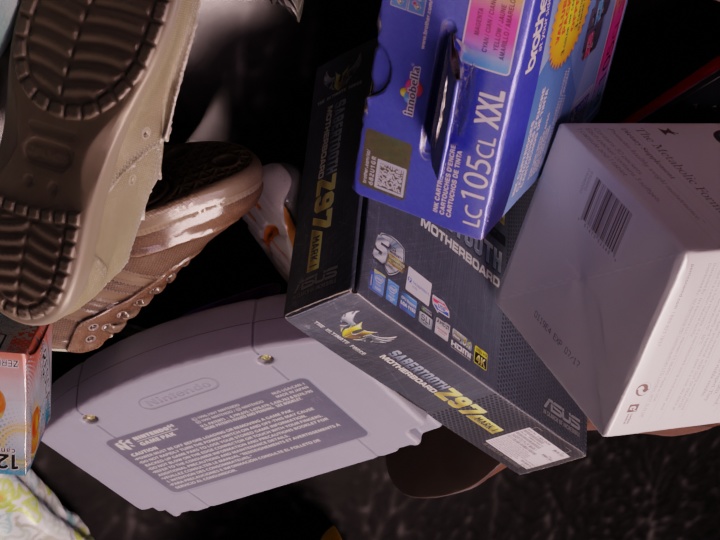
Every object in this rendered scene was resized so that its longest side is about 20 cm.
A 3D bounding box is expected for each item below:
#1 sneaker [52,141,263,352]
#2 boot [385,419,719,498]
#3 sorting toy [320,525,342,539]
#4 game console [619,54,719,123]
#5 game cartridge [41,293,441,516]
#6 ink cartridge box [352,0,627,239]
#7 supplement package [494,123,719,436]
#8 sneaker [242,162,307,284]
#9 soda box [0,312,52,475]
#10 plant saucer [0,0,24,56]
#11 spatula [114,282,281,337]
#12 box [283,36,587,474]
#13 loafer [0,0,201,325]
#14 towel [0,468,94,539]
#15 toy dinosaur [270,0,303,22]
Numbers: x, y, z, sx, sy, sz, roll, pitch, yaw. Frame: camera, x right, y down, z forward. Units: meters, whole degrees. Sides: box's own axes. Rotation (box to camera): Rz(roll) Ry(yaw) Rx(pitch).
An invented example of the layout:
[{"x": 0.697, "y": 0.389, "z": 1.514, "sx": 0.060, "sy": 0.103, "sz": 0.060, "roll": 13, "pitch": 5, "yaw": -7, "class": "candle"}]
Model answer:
[{"x": -0.136, "y": -0.002, "z": 0.854, "sx": 0.199, "sy": 0.071, "sz": 0.076, "roll": -20, "pitch": 121, "yaw": 4, "class": "sneaker"}, {"x": 0.139, "y": 0.094, "z": 1.049, "sx": 0.186, "sy": 0.065, "sz": 0.199, "roll": -29, "pitch": 159, "yaw": 37, "class": "boot"}, {"x": -0.067, "y": 0.265, "z": 1.061, "sx": 0.179, "sy": 0.107, "sz": 0.201, "roll": -20, "pitch": 130, "yaw": 0, "class": "sorting toy"}, {"x": 0.234, "y": -0.039, "z": 0.932, "sx": 0.176, "sy": 0.031, "sz": 0.200, "roll": -35, "pitch": 122, "yaw": 12, "class": "game console"}, {"x": -0.071, "y": 0.074, "z": 0.906, "sx": 0.199, "sy": 0.042, "sz": 0.133, "roll": -19, "pitch": 134, "yaw": 26, "class": "game cartridge"}, {"x": 0.064, "y": -0.109, "z": 0.788, "sx": 0.200, "sy": 0.076, "sz": 0.137, "roll": -43, "pitch": 149, "yaw": -51, "class": "ink cartridge box"}, {"x": 0.189, "y": -0.001, "z": 0.837, "sx": 0.199, "sy": 0.114, "sz": 0.110, "roll": -4, "pitch": 128, "yaw": -31, "class": "supplement package"}, {"x": 0.000, "y": 0.000, "z": 0.916, "sx": 0.077, "sy": 0.078, "sz": 0.200, "roll": -36, "pitch": 138, "yaw": -1, "class": "sneaker"}, {"x": -0.250, "y": 0.048, "z": 0.795, "sx": 0.198, "sy": 0.064, "sz": 0.069, "roll": 5, "pitch": 113, "yaw": 0, "class": "soda box"}, {"x": -0.221, "y": -0.091, "z": 0.711, "sx": 0.200, "sy": 0.039, "sz": 0.201, "roll": -30, "pitch": 161, "yaw": -11, "class": "plant saucer"}, {"x": -0.141, "y": 0.036, "z": 0.907, "sx": 0.198, "sy": 0.021, "sz": 0.057, "roll": -4, "pitch": 145, "yaw": -15, "class": "spatula"}, {"x": 0.049, "y": -0.004, "z": 0.878, "sx": 0.051, "sy": 0.159, "sz": 0.200, "roll": -21, "pitch": 138, "yaw": 35, "class": "box"}, {"x": -0.123, "y": -0.074, "z": 0.767, "sx": 0.201, "sy": 0.075, "sz": 0.068, "roll": -69, "pitch": 165, "yaw": 8, "class": "loafer"}, {"x": -0.265, "y": 0.148, "z": 0.914, "sx": 0.170, "sy": 0.048, "sz": 0.200, "roll": -31, "pitch": 133, "yaw": 2, "class": "towel"}, {"x": -0.027, "y": -0.200, "z": 0.767, "sx": 0.200, "sy": 0.102, "sz": 0.136, "roll": 44, "pitch": 84, "yaw": -21, "class": "toy dinosaur"}]
